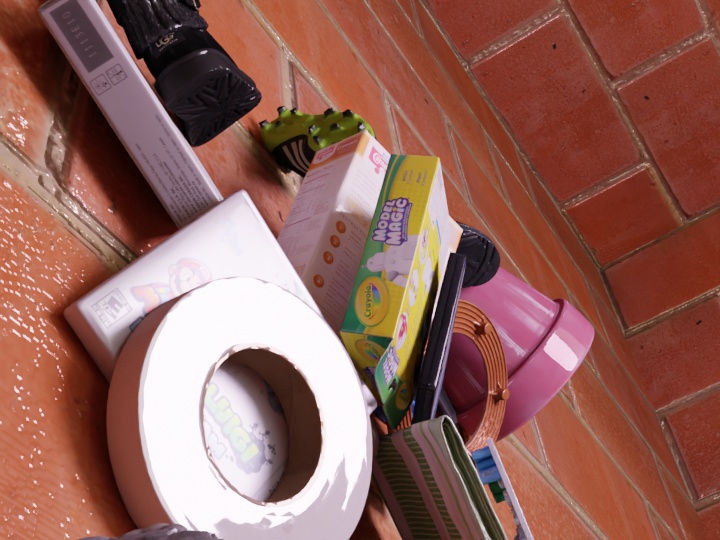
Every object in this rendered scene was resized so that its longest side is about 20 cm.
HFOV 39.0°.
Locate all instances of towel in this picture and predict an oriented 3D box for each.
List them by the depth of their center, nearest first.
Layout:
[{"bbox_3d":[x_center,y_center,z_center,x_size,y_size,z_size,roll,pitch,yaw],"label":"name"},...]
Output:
[{"bbox_3d":[0.061,0.197,0.808,0.153,0.023,0.200,66,-19,6],"label":"towel"}]

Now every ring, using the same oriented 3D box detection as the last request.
[{"bbox_3d":[0.099,0.130,1.064,0.200,0.019,0.201,-4,96,-46],"label":"ring"}]

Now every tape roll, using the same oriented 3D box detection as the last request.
[{"bbox_3d":[-0.072,0.105,0.667,0.202,0.037,0.203,23,58,-41],"label":"tape roll"}]

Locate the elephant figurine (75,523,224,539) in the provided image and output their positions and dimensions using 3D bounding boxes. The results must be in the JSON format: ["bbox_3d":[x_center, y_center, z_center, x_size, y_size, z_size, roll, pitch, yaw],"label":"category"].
[{"bbox_3d":[-0.095,0.218,0.424,0.155,0.141,0.201,-9,86,-42],"label":"elephant figurine"}]

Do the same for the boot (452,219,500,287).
[{"bbox_3d":[0.052,-0.061,1.175,0.198,0.074,0.163,12,26,-20],"label":"boot"}]

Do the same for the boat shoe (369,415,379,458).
[{"bbox_3d":[-0.050,0.082,0.823,0.201,0.070,0.072,47,29,-31],"label":"boat shoe"}]

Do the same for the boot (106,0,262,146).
[{"bbox_3d":[-0.163,-0.205,0.888,0.158,0.079,0.211,56,-4,6],"label":"boot"}]

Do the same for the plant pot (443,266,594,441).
[{"bbox_3d":[0.152,0.078,1.234,0.179,0.200,0.200,44,19,-3],"label":"plant pot"}]

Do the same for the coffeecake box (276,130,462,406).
[{"bbox_3d":[0.000,0.000,0.932,0.153,0.073,0.200,43,51,-29],"label":"coffeecake box"}]

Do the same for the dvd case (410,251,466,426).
[{"bbox_3d":[0.062,0.100,0.897,0.200,0.017,0.143,95,10,-50],"label":"dvd case"}]

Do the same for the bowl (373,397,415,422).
[{"bbox_3d":[0.022,0.072,1.100,0.201,0.039,0.201,52,20,-28],"label":"bowl"}]

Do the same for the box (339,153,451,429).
[{"bbox_3d":[0.031,0.018,0.835,0.117,0.048,0.200,73,26,-55],"label":"box"}]

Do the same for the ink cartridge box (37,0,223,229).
[{"bbox_3d":[-0.179,-0.125,0.832,0.200,0.043,0.174,58,-5,-10],"label":"ink cartridge box"}]

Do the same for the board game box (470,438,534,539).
[{"bbox_3d":[0.166,0.281,1.026,0.200,0.026,0.200,59,9,-69],"label":"board game box"}]

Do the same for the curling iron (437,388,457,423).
[{"bbox_3d":[0.049,0.089,1.047,0.200,0.025,0.050,57,38,-29],"label":"curling iron"}]

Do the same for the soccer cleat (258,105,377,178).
[{"bbox_3d":[-0.036,-0.125,1.064,0.200,0.067,0.081,22,-33,55],"label":"soccer cleat"}]

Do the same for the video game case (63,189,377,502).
[{"bbox_3d":[-0.087,0.065,0.715,0.200,0.024,0.182,58,42,-10],"label":"video game case"}]
